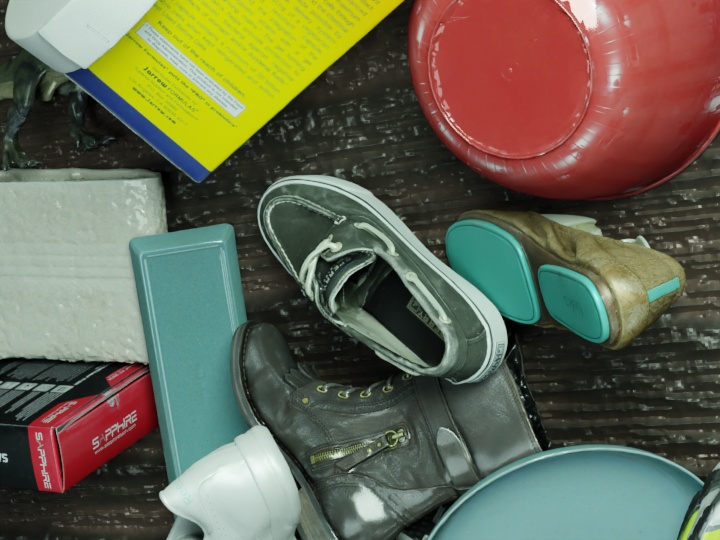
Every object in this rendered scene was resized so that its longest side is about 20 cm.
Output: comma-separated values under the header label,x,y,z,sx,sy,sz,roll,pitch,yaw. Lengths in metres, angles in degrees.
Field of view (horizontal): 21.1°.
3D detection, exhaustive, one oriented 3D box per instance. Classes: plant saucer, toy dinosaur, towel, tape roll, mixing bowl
label,x,y,z,sx,sy,sz,roll,pitch,yaw
plant saucer,-0.103,0.072,1.270,0.069,0.019,0.202,-9,105,-3
plant saucer,0.123,0.179,1.146,0.198,0.028,0.202,-5,123,-8
toy dinosaur,-0.207,-0.116,1.263,0.199,0.047,0.089,-17,85,32
towel,-0.209,-0.002,1.312,0.198,0.034,0.134,1,109,27
tape roll,-0.130,-0.203,1.093,0.037,0.204,0.202,35,127,-24
mixing bowl,0.102,-0.121,1.057,0.198,0.108,0.202,10,112,24

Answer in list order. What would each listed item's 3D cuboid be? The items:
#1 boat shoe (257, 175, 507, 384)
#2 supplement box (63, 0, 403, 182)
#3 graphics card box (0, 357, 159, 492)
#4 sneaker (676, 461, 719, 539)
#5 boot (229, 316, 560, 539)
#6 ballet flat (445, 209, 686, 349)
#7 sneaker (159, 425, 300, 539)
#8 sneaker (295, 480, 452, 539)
label,x,y,z,sx,sy,sz,roll,pitch,yaw
boat shoe,0.000,0.000,1.156,0.199,0.063,0.071,34,110,34
supplement box,-0.061,-0.167,1.109,0.109,0.109,0.200,39,124,-19
graphics card box,-0.249,0.100,1.314,0.198,0.125,0.051,2,109,27
sneaker,0.239,0.118,1.057,0.080,0.074,0.201,24,127,-1
boot,0.022,0.079,1.194,0.174,0.069,0.201,-35,63,15
ballet flat,0.120,-0.003,1.096,0.200,0.072,0.068,18,126,67
sneaker,-0.078,0.180,1.169,0.075,0.088,0.201,52,159,45
sneaker,0.027,0.194,1.242,0.198,0.074,0.081,12,128,29
